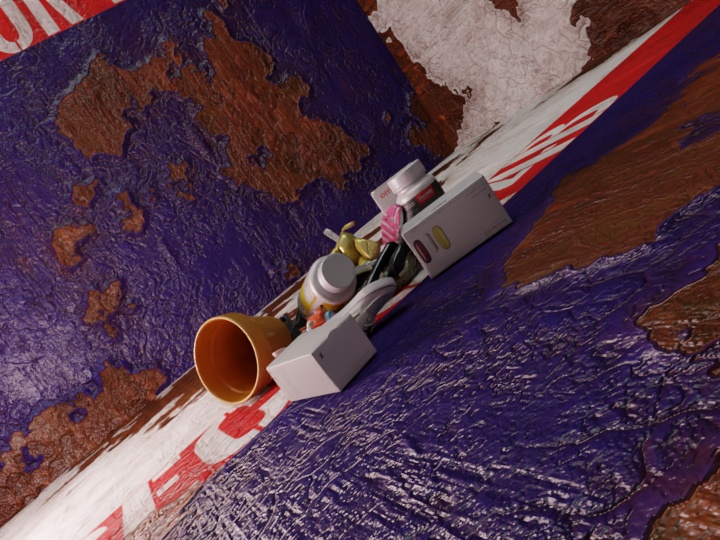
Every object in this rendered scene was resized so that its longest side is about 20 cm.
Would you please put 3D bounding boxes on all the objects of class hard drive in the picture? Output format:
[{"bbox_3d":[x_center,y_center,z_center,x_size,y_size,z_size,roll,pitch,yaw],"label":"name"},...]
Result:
[{"bbox_3d":[0.000,0.000,1.548,0.129,0.027,0.199,-21,1,24],"label":"hard drive"}]

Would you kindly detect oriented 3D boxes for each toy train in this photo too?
[{"bbox_3d":[-0.102,0.123,1.260,0.148,0.057,0.199,4,-31,-47],"label":"toy train"}]

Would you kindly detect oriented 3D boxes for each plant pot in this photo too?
[{"bbox_3d":[-0.262,0.190,1.403,0.198,0.204,0.182,-32,-7,30],"label":"plant pot"}]

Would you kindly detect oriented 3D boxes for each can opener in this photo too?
[{"bbox_3d":[0.038,0.023,1.230,0.202,0.062,0.079,-59,-10,-18],"label":"can opener"}]

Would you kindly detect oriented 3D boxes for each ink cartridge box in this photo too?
[{"bbox_3d":[0.138,-0.168,1.587,0.143,0.202,0.084,-35,7,3],"label":"ink cartridge box"}]

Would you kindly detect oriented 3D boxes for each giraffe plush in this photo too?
[{"bbox_3d":[-0.020,-0.033,1.790,0.172,0.201,0.162,-39,-22,0],"label":"giraffe plush"}]

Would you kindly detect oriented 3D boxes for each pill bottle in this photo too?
[{"bbox_3d":[0.157,-0.156,1.417,0.113,0.202,0.114,-35,7,5],"label":"pill bottle"},{"bbox_3d":[-0.072,0.039,1.303,0.109,0.110,0.200,-40,-7,-28],"label":"pill bottle"}]

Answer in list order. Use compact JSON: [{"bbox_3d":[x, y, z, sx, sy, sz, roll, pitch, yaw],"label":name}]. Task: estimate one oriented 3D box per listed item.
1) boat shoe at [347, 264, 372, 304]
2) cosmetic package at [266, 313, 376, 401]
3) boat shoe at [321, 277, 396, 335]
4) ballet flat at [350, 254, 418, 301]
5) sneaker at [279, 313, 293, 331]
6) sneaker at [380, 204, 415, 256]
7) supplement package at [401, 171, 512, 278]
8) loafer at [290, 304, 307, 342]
[{"bbox_3d":[-0.015,0.045,1.409,0.199,0.076,0.068,-42,-17,23],"label":"boat shoe"},{"bbox_3d":[-0.074,0.157,1.036,0.107,0.086,0.199,-42,9,-33],"label":"cosmetic package"},{"bbox_3d":[-0.002,0.095,1.141,0.199,0.066,0.072,-38,-29,11],"label":"boat shoe"},{"bbox_3d":[0.055,0.020,1.310,0.199,0.068,0.076,-41,-32,-16],"label":"ballet flat"},{"bbox_3d":[-0.239,0.194,1.621,0.073,0.082,0.200,-32,9,33],"label":"sneaker"},{"bbox_3d":[0.102,-0.076,1.389,0.086,0.204,0.074,-25,42,-22],"label":"sneaker"},{"bbox_3d":[0.195,-0.098,1.227,0.198,0.112,0.156,-36,6,11],"label":"supplement package"},{"bbox_3d":[-0.128,0.094,1.463,0.063,0.070,0.203,-106,40,-67],"label":"loafer"}]
